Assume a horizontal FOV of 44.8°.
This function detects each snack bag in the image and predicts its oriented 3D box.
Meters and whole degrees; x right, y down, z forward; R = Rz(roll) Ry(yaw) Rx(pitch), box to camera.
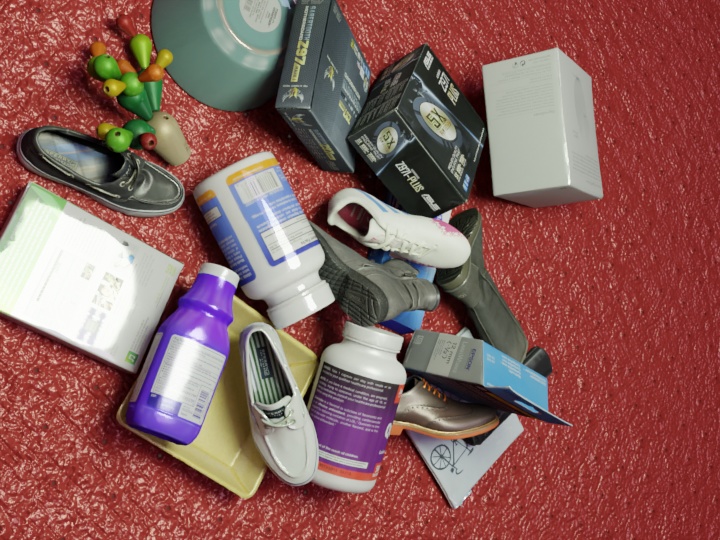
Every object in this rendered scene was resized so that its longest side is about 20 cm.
[{"bbox_3d":[0.147,0.215,1.289,0.188,0.021,0.200,-40,106,-31],"label":"snack bag"}]

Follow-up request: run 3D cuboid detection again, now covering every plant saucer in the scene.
[{"bbox_3d":[-0.172,0.141,1.057,0.200,0.048,0.200,39,64,-24],"label":"plant saucer"}]

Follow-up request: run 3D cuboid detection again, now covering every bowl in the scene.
[{"bbox_3d":[-0.150,-0.311,1.098,0.200,0.105,0.201,5,82,-34],"label":"bowl"}]

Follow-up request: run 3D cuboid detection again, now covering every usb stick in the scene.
[{"bbox_3d":[0.221,0.186,1.310,0.200,0.033,0.056,-37,112,-32],"label":"usb stick"}]

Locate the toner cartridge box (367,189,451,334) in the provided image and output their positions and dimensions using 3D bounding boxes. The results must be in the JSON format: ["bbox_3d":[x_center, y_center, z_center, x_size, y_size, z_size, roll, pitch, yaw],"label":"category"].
[{"bbox_3d":[0.062,-0.019,1.245,0.095,0.043,0.201,27,69,-31],"label":"toner cartridge box"}]

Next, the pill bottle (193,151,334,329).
[{"bbox_3d":[-0.112,-0.034,1.069,0.112,0.112,0.200,-29,93,-34],"label":"pill bottle"}]

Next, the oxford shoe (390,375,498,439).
[{"bbox_3d":[0.094,0.183,1.182,0.199,0.071,0.073,4,99,-11],"label":"oxford shoe"}]

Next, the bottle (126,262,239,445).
[{"bbox_3d":[-0.191,0.090,0.981,0.083,0.065,0.200,28,68,-30],"label":"bottle"}]

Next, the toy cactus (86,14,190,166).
[{"bbox_3d":[-0.245,-0.193,1.014,0.165,0.102,0.200,57,12,-46],"label":"toy cactus"}]

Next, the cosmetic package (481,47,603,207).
[{"bbox_3d":[0.281,-0.208,1.336,0.199,0.123,0.201,4,79,-61],"label":"cosmetic package"}]

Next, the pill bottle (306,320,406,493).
[{"bbox_3d":[-0.010,0.170,1.102,0.112,0.112,0.201,17,91,-32],"label":"pill bottle"}]

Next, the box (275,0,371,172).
[{"bbox_3d":[-0.042,-0.236,1.130,0.200,0.051,0.158,48,51,-67],"label":"box"}]

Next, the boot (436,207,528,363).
[{"bbox_3d":[0.192,0.029,1.313,0.200,0.072,0.182,45,45,-28],"label":"boot"}]

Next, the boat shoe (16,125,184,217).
[{"bbox_3d":[-0.286,-0.117,0.999,0.200,0.066,0.070,24,71,-30],"label":"boat shoe"}]

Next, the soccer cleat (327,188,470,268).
[{"bbox_3d":[0.046,-0.045,1.151,0.200,0.070,0.086,23,26,3],"label":"soccer cleat"}]

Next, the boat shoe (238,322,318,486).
[{"bbox_3d":[-0.103,0.160,1.022,0.073,0.067,0.200,-21,88,-4],"label":"boat shoe"}]

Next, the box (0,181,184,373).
[{"bbox_3d":[-0.315,0.011,0.982,0.200,0.036,0.145,32,67,-29],"label":"box"}]

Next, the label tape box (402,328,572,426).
[{"bbox_3d":[0.175,0.142,1.172,0.143,0.200,0.066,31,74,-35],"label":"label tape box"}]

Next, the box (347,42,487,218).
[{"bbox_3d":[0.086,-0.192,1.214,0.164,0.086,0.200,49,37,-22],"label":"box"}]

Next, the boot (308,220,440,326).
[{"bbox_3d":[0.000,0.000,1.148,0.131,0.070,0.200,-11,48,-47],"label":"boot"}]
